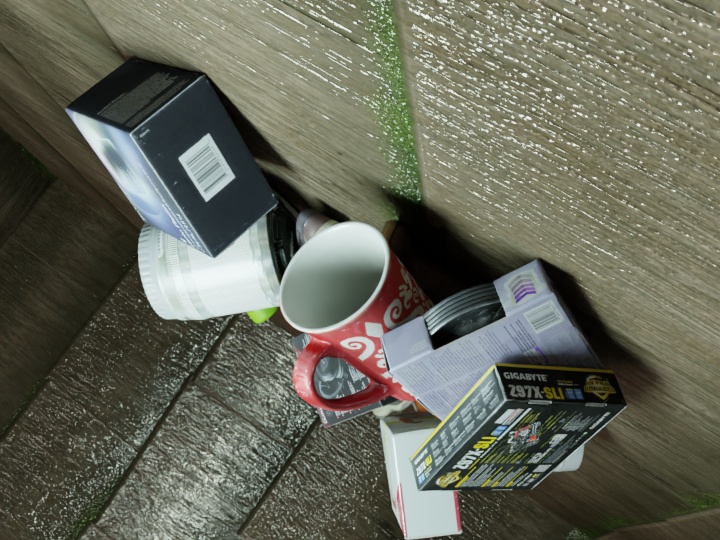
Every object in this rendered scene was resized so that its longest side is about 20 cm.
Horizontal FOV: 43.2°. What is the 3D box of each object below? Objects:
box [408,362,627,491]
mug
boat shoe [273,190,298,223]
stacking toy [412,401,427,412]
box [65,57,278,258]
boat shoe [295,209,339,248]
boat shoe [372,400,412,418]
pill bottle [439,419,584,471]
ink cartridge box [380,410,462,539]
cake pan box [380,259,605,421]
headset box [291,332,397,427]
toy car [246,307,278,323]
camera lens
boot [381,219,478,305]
[{"bbox_3d":[0.168,0.177,0.995,0.159,0.050,0.200,7,138,-25],"label":"box"},{"bbox_3d":[0.004,0.069,1.008,0.200,0.177,0.134,45,-176,-45],"label":"mug"},{"bbox_3d":[-0.160,-0.102,1.359,0.073,0.062,0.200,24,165,49],"label":"boat shoe"},{"bbox_3d":[0.143,0.143,1.407,0.146,0.146,0.200,30,152,27],"label":"stacking toy"},{"bbox_3d":[-0.239,-0.144,1.149,0.198,0.123,0.200,25,151,48],"label":"box"},{"bbox_3d":[-0.055,-0.042,1.296,0.065,0.072,0.200,45,174,10],"label":"boat shoe"},{"bbox_3d":[0.052,0.169,1.386,0.073,0.074,0.200,48,145,0],"label":"boat shoe"},{"bbox_3d":[0.226,0.256,1.368,0.199,0.115,0.114,1,173,-9],"label":"pill bottle"},{"bbox_3d":[0.084,0.290,1.318,0.083,0.146,0.200,-8,178,-3],"label":"ink cartridge box"},{"bbox_3d":[0.141,0.088,0.953,0.200,0.184,0.052,45,-158,-48],"label":"cake pan box"},{"bbox_3d":[-0.016,0.142,1.358,0.200,0.077,0.149,-34,75,56],"label":"headset box"},{"bbox_3d":[-0.192,-0.026,1.616,0.164,0.158,0.200,51,178,-16],"label":"toy car"},{"bbox_3d":[-0.190,-0.018,1.280,0.199,0.161,0.160,-10,157,10],"label":"camera lens"},{"bbox_3d":[0.107,0.013,1.078,0.166,0.073,0.200,18,163,19],"label":"boot"}]
